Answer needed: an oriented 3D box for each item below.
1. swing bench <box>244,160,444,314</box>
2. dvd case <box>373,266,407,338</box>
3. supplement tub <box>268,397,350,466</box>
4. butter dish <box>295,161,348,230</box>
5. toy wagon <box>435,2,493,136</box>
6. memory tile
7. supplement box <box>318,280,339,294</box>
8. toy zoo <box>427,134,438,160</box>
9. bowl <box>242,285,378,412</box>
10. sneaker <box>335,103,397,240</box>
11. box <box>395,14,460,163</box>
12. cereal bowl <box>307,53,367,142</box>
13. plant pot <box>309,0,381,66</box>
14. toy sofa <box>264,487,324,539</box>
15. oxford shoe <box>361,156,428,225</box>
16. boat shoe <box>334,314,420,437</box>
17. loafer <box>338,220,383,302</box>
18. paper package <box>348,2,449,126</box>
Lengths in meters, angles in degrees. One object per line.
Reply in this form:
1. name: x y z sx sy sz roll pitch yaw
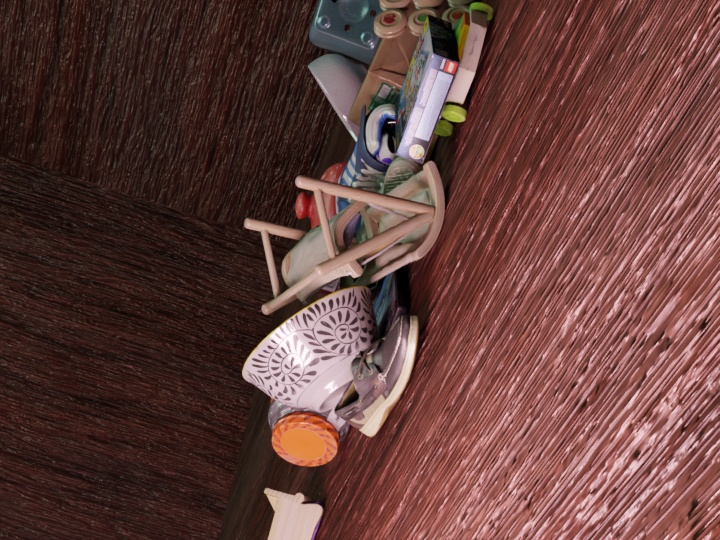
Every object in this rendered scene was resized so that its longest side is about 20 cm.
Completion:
1. swing bench: -0.015 -0.040 1.459 0.199 0.198 0.131 -32 69 61
2. dvd case: 0.033 0.070 1.569 0.200 0.017 0.144 -87 16 -67
3. supplement tub: -0.068 0.178 1.686 0.201 0.121 0.123 -82 11 -47
4. butter dish: -0.036 -0.098 1.905 0.200 0.146 0.202 144 135 -77
5. toy wagon: 0.125 -0.260 1.535 0.200 0.039 0.157 138 149 -76
6. memory tile: 0.103 -0.414 1.668 0.017 0.151 0.202 72 -157 -52
7. supplement box: -0.038 -0.060 2.159 0.111 0.085 0.201 114 170 -46
8. toy zoo: 0.081 -0.159 1.718 0.131 0.020 0.202 -89 17 -68
9. bowl: -0.044 0.118 1.471 0.199 0.095 0.201 -32 -17 -11
10. sneaker: 0.018 -0.143 1.666 0.146 0.080 0.203 -170 95 -82
11. box: 0.084 -0.240 1.493 0.201 0.037 0.138 -87 15 -64
12. cereal bowl: -0.005 -0.295 2.000 0.083 0.201 0.200 -32 11 2
13. plant pot: 0.015 -0.447 1.972 0.200 0.194 0.198 -28 -41 -70
14. toy sofa: -0.111 0.427 1.681 0.083 0.096 0.202 55 -132 -67
15. oxford shoe: 0.053 -0.099 1.626 0.058 0.075 0.201 -54 -7 -38
16. boat shoe: 0.018 0.125 1.363 0.074 0.064 0.201 -82 11 -49
17. loafer: 0.000 0.000 1.671 0.070 0.075 0.201 -57 -11 -36
18. paper package: 0.070 -0.318 1.772 0.200 0.103 0.192 129 164 -72
